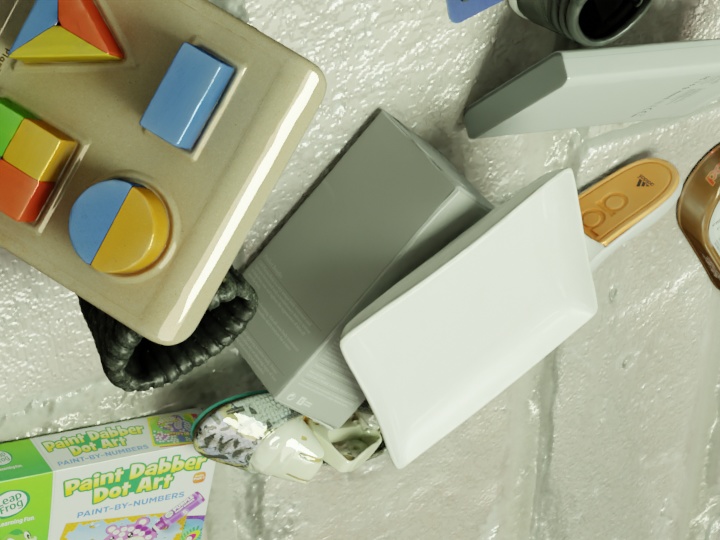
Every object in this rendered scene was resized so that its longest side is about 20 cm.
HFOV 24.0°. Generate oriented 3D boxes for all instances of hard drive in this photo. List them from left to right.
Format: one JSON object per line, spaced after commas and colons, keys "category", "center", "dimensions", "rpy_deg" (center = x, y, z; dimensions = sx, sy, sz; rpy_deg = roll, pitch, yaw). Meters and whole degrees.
{"category": "hard drive", "center": [0.191, -0.134, 1.228], "dimensions": [0.199, 0.027, 0.132], "rpy_deg": [-9, 170, -30]}

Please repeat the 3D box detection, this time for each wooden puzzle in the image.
{"category": "wooden puzzle", "center": [-0.147, -0.081, 0.970], "dimensions": [0.186, 0.199, 0.046], "rpy_deg": [-60, 175, 6]}

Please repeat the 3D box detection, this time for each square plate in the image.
{"category": "square plate", "center": [0.078, 0.033, 1.196], "dimensions": [0.198, 0.028, 0.200], "rpy_deg": [-38, 148, -10]}

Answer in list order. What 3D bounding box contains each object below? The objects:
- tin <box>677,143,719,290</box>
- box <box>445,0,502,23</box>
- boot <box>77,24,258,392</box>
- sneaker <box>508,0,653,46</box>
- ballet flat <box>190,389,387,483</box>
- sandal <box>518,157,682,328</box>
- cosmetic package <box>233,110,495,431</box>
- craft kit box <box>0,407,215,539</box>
{"category": "tin", "center": [0.343, -0.039, 1.458], "dimensions": [0.112, 0.042, 0.200], "rpy_deg": [-44, 137, -1]}
{"category": "box", "center": [0.092, -0.233, 0.943], "dimensions": [0.121, 0.032, 0.200], "rpy_deg": [-29, 137, -13]}
{"category": "boot", "center": [-0.104, -0.039, 1.059], "dimensions": [0.211, 0.158, 0.079], "rpy_deg": [-49, 136, 10]}
{"category": "sneaker", "center": [0.176, -0.240, 1.131], "dimensions": [0.070, 0.099, 0.201], "rpy_deg": [6, 119, -36]}
{"category": "ballet flat", "center": [-0.040, 0.125, 1.270], "dimensions": [0.200, 0.072, 0.072], "rpy_deg": [0, 126, -53]}
{"category": "sandal", "center": [0.160, -0.038, 1.309], "dimensions": [0.206, 0.079, 0.059], "rpy_deg": [-38, 137, -14]}
{"category": "cosmetic package", "center": [0.000, 0.000, 1.202], "dimensions": [0.200, 0.107, 0.090], "rpy_deg": [-46, 140, 8]}
{"category": "craft kit box", "center": [-0.214, 0.205, 1.271], "dimensions": [0.199, 0.049, 0.198], "rpy_deg": [-9, 126, -29]}
